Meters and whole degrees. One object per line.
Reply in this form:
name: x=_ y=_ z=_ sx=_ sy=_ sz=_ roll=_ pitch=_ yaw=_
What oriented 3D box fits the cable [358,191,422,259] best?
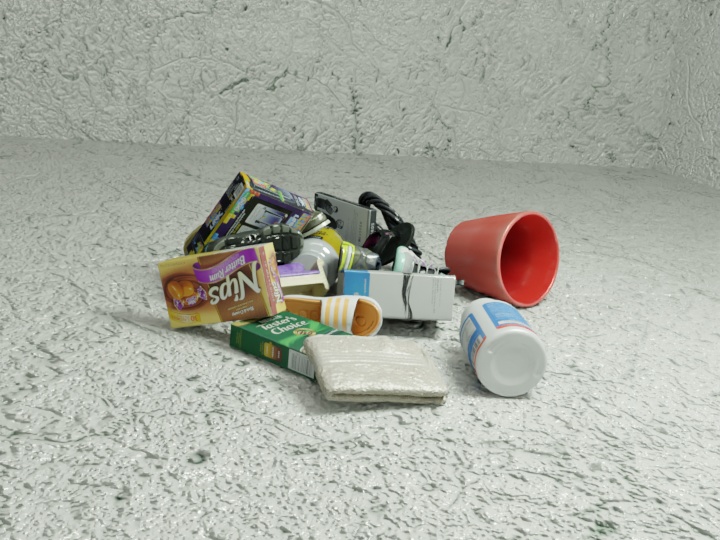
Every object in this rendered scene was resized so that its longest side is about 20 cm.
cable: x=0.059 y=-0.084 z=1.887 sx=0.051 sy=0.200 sz=0.163 roll=-35 pitch=9 yaw=-15

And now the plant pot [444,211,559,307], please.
plant pot: x=0.286 y=-0.029 z=1.806 sx=0.200 sy=0.201 sz=0.177 roll=-9 pitch=10 yaw=-40

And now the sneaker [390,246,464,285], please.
sneaker: x=0.138 y=0.009 z=1.725 sx=0.139 sy=0.078 sz=0.200 roll=15 pitch=-3 yaw=12

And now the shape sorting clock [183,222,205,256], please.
shape sorting clock: x=-0.263 y=-0.061 z=1.768 sx=0.199 sy=0.200 sz=0.039 roll=-2 pitch=57 yaw=-23

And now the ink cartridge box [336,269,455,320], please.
ink cartridge box: x=0.061 y=0.044 z=1.571 sx=0.199 sy=0.085 sz=0.145 roll=3 pitch=-1 yaw=-5

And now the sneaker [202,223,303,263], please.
sneaker: x=-0.201 y=-0.050 z=1.619 sx=0.199 sy=0.076 sz=0.079 roll=-7 pitch=9 yaw=-33

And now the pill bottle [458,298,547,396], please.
pill bottle: x=0.219 y=0.112 z=1.382 sx=0.112 sy=0.113 sz=0.200 roll=3 pitch=16 yaw=-5

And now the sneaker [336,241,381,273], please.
sneaker: x=0.000 y=0.000 z=1.710 sx=0.081 sy=0.074 sz=0.200 roll=11 pitch=-10 yaw=5

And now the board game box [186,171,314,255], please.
board game box: x=-0.213 y=-0.077 z=1.675 sx=0.165 sy=0.200 sz=0.057 roll=20 pitch=30 yaw=-40

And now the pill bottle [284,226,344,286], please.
pill bottle: x=-0.092 y=-0.019 z=1.755 sx=0.112 sy=0.112 sz=0.200 roll=6 pitch=15 yaw=4

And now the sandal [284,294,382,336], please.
sandal: x=-0.064 y=0.085 z=1.474 sx=0.206 sy=0.080 sz=0.059 roll=2 pitch=15 yaw=21

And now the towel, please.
towel: x=0.024 y=0.145 z=1.270 sx=0.199 sy=0.035 sz=0.133 roll=4 pitch=29 yaw=-22

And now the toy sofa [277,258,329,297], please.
toy sofa: x=-0.166 y=0.019 z=1.564 sx=0.199 sy=0.098 sz=0.083 roll=-5 pitch=-26 yaw=-30

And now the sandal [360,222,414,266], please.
sandal: x=0.027 y=-0.042 z=1.800 sx=0.048 sy=0.200 sz=0.076 roll=32 pitch=39 yaw=-41

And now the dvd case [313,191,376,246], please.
dvd case: x=-0.039 y=-0.083 z=1.927 sx=0.025 sy=0.151 sz=0.200 roll=-9 pitch=21 yaw=-39

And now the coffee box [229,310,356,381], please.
coffee box: x=-0.102 y=0.116 z=1.392 sx=0.200 sy=0.044 sz=0.123 roll=17 pitch=21 yaw=38

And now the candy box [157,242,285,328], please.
candy box: x=-0.231 y=0.026 z=1.441 sx=0.199 sy=0.117 sz=0.056 roll=-7 pitch=7 yaw=24

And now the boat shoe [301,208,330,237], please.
boat shoe: x=-0.129 y=-0.103 z=1.766 sx=0.072 sy=0.060 sz=0.202 roll=-29 pitch=13 yaw=-26
